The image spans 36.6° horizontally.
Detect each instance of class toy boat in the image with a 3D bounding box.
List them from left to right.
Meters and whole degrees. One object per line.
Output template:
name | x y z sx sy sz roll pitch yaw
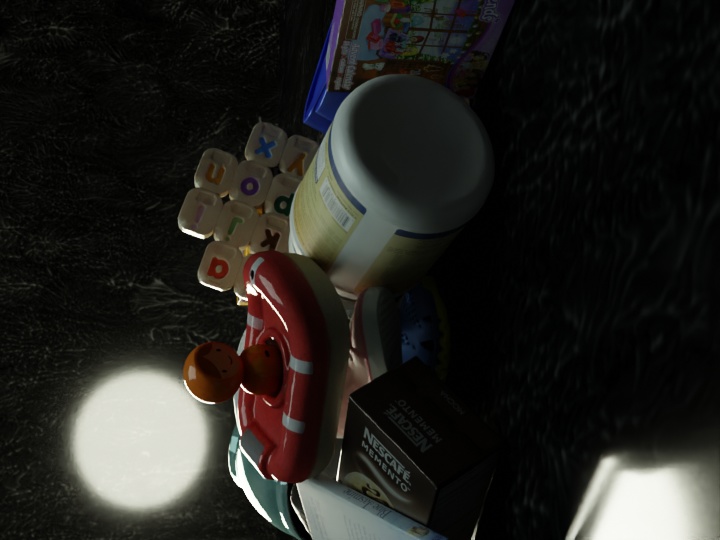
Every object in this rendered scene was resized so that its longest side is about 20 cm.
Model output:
toy boat | -0.090 0.084 0.941 0.130 0.129 0.203 33 119 56

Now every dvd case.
dvd case | 0.021 0.259 0.934 0.199 0.017 0.145 14 124 50

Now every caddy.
caddy | 0.015 -0.224 1.191 0.141 0.104 0.203 171 117 -76

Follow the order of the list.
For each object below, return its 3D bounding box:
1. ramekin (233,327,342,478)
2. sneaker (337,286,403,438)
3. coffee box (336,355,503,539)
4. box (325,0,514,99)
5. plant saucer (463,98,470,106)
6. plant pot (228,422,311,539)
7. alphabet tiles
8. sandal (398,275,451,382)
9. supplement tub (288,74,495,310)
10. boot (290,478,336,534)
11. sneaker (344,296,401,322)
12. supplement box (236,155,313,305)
ramekin | -0.070 0.131 1.229 0.202 0.093 0.206 -2 -90 -72
sneaker | -0.012 0.092 0.995 0.202 0.103 0.076 80 -162 -48
coffee box | 0.042 0.189 0.946 0.113 0.079 0.202 43 143 31
box | 0.049 -0.212 0.880 0.201 0.134 0.040 108 161 -64
plant saucer | 0.069 -0.134 1.081 0.200 0.034 0.204 180 90 -81
plant pot | -0.086 0.238 1.411 0.199 0.133 0.204 -19 -67 -54
alphabet tiles | -0.087 -0.056 1.157 0.015 0.197 0.198 118 170 -67
sandal | 0.041 0.096 1.084 0.080 0.086 0.203 -102 17 -60
supplement tub | 0.018 -0.061 0.960 0.200 0.142 0.147 127 144 -58
boot | -0.013 0.269 1.344 0.201 0.072 0.152 -57 -35 -46
sneaker | 0.000 0.000 1.100 0.199 0.090 0.078 -31 -19 -53
supplement box | -0.045 -0.039 1.280 0.200 0.194 0.135 131 139 -75
